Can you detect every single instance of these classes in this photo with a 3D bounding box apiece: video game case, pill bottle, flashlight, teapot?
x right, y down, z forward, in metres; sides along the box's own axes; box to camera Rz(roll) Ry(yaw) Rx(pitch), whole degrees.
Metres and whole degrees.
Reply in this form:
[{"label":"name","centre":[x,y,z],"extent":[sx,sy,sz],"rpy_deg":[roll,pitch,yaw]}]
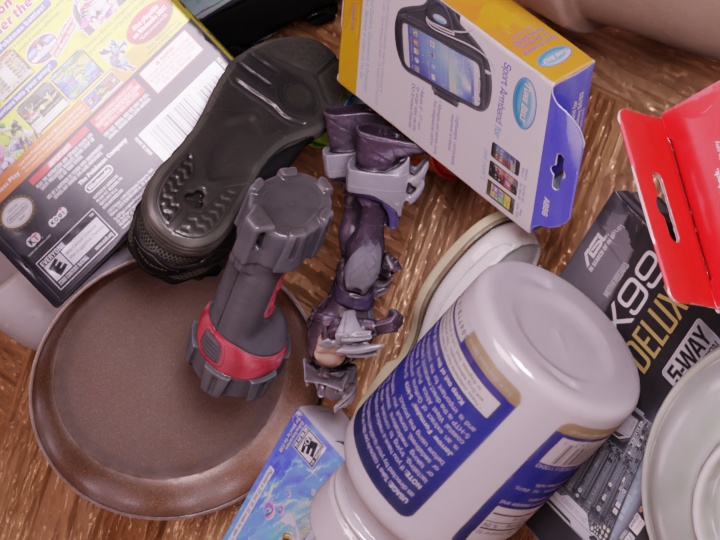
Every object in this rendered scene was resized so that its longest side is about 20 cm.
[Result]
[{"label":"video game case","centre":[-0.024,0.223,1.712],"extent":[0.181,0.045,0.200],"rpy_deg":[45,116,36]},{"label":"pill bottle","centre":[0.061,0.101,1.523],"extent":[0.200,0.119,0.120],"rpy_deg":[-48,56,30]},{"label":"flashlight","centre":[-0.060,0.008,1.619],"extent":[0.200,0.068,0.068],"rpy_deg":[116,162,-53]},{"label":"teapot","centre":[-0.168,-0.009,1.812],"extent":[0.198,0.146,0.200],"rpy_deg":[-53,21,2]},{"label":"video game case","centre":[-0.191,-0.109,1.693],"extent":[0.200,0.026,0.181],"rpy_deg":[-45,95,-5]}]

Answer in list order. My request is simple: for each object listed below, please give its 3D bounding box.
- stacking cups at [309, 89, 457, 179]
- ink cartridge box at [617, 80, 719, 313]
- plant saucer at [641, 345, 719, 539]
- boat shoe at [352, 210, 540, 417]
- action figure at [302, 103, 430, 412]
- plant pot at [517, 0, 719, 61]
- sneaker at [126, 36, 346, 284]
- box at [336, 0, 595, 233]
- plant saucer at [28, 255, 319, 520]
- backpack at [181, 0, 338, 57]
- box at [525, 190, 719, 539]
[{"label":"stacking cups","centre":[0.016,-0.093,1.694],"extent":[0.200,0.060,0.061],"rpy_deg":[22,101,42]},{"label":"ink cartridge box","centre":[0.233,-0.038,1.382],"extent":[0.067,0.200,0.117],"rpy_deg":[-29,67,38]},{"label":"plant saucer","centre":[0.240,0.133,1.424],"extent":[0.199,0.050,0.201],"rpy_deg":[5,100,29]},{"label":"boat shoe","centre":[0.067,0.053,1.627],"extent":[0.068,0.075,0.200],"rpy_deg":[51,130,32]},{"label":"action figure","centre":[0.000,0.000,1.644],"extent":[0.130,0.069,0.201],"rpy_deg":[-108,25,-67]},{"label":"plant pot","centre":[0.205,-0.199,1.453],"extent":[0.174,0.200,0.201],"rpy_deg":[33,109,22]},{"label":"sneaker","centre":[-0.086,-0.067,1.662],"extent":[0.076,0.200,0.114],"rpy_deg":[37,147,-3]},{"label":"box","centre":[0.067,-0.112,1.534],"extent":[0.200,0.041,0.119],"rpy_deg":[39,144,28]},{"label":"plant saucer","centre":[-0.126,0.074,1.739],"extent":[0.201,0.200,0.032],"rpy_deg":[-66,21,16]},{"label":"backpack","centre":[-0.110,-0.262,1.778],"extent":[0.177,0.150,0.201],"rpy_deg":[-24,65,41]},{"label":"box","centre":[0.162,0.078,1.544],"extent":[0.158,0.050,0.200],"rpy_deg":[49,119,35]}]
